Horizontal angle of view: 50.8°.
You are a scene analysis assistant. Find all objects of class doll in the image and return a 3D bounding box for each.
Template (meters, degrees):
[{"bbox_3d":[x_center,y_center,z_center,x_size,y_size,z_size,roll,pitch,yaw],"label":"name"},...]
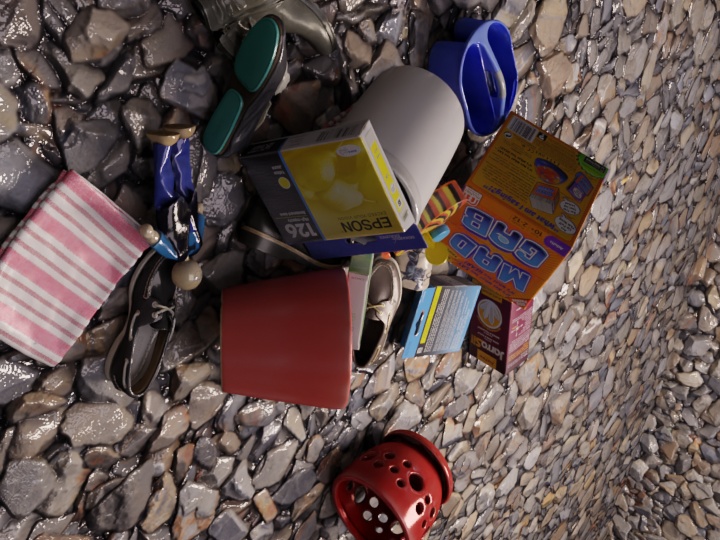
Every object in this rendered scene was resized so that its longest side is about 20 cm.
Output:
[{"bbox_3d":[-0.228,-0.071,0.937,0.137,0.047,0.205,-50,142,-62],"label":"doll"}]

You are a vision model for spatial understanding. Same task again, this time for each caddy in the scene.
[{"bbox_3d":[0.199,-0.323,1.268,0.142,0.104,0.202,-46,139,-18],"label":"caddy"}]

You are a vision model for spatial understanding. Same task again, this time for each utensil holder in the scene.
[{"bbox_3d":[0.041,-0.162,1.059,0.201,0.167,0.172,-57,146,-37],"label":"utensil holder"}]

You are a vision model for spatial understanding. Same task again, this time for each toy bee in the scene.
[{"bbox_3d":[0.083,-0.054,1.160,0.107,0.131,0.202,-26,146,-28],"label":"toy bee"}]

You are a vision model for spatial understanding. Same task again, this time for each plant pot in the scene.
[{"bbox_3d":[0.069,0.432,1.488,0.182,0.198,0.204,-34,134,-41],"label":"plant pot"},{"bbox_3d":[-0.109,0.098,1.069,0.173,0.201,0.205,0,117,-9],"label":"plant pot"}]

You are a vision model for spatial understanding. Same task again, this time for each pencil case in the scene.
[{"bbox_3d":[0.098,-0.063,1.320,0.076,0.090,0.204,7,116,-5],"label":"pencil case"}]

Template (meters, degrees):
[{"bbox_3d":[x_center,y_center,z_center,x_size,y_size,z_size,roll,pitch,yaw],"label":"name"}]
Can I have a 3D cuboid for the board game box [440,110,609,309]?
[{"bbox_3d":[0.274,-0.103,1.321,0.201,0.198,0.201,-54,172,-33],"label":"board game box"}]

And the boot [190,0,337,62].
[{"bbox_3d":[-0.122,-0.311,0.959,0.131,0.068,0.200,-48,141,1],"label":"boot"}]

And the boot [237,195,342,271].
[{"bbox_3d":[-0.078,-0.079,1.123,0.199,0.077,0.141,19,91,-53],"label":"boot"}]

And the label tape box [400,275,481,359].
[{"bbox_3d":[0.137,0.086,1.467,0.198,0.063,0.147,1,111,-49],"label":"label tape box"}]

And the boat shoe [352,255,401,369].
[{"bbox_3d":[0.024,0.075,1.316,0.060,0.070,0.204,-52,158,-66],"label":"boat shoe"}]

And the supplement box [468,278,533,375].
[{"bbox_3d":[0.300,0.105,1.628,0.085,0.109,0.204,-27,130,-35],"label":"supplement box"}]

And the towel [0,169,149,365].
[{"bbox_3d":[-0.347,0.002,0.878,0.202,0.030,0.147,-55,140,-10],"label":"towel"}]

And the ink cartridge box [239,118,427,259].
[{"bbox_3d":[-0.035,-0.087,0.987,0.202,0.194,0.047,63,39,-30],"label":"ink cartridge box"}]

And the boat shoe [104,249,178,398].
[{"bbox_3d":[-0.273,0.066,0.987,0.073,0.060,0.203,21,94,-50],"label":"boat shoe"}]

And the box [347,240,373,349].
[{"bbox_3d":[0.000,0.000,1.173,0.202,0.035,0.147,-82,180,-52],"label":"box"}]

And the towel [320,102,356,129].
[{"bbox_3d":[0.016,-0.199,1.192,0.199,0.030,0.148,-40,136,-26],"label":"towel"}]

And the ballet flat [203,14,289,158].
[{"bbox_3d":[-0.132,-0.226,0.945,0.072,0.073,0.201,-4,138,-47],"label":"ballet flat"}]
